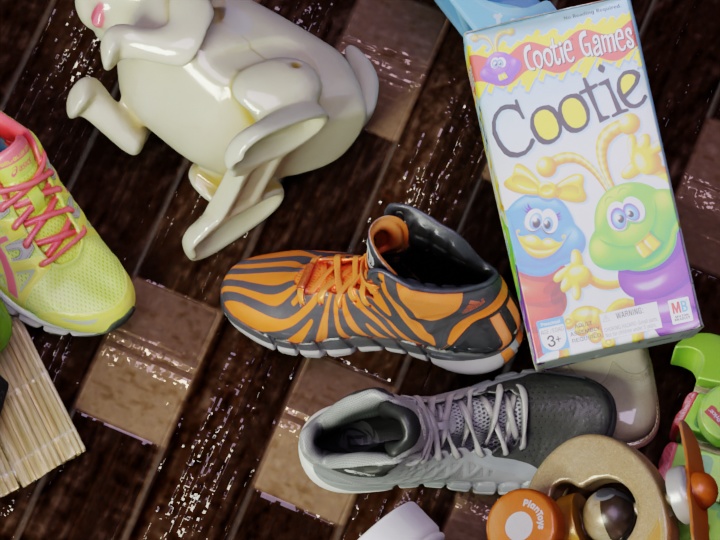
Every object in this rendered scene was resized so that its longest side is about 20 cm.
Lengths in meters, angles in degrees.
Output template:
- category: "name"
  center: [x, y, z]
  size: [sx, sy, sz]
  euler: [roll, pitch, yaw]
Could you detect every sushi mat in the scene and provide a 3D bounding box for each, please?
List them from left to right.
- category: "sushi mat"
  center: [-0.256, 0.052, 1.688]
  size: [0.095, 0.012, 0.200]
  euler: [-25, 73, -10]

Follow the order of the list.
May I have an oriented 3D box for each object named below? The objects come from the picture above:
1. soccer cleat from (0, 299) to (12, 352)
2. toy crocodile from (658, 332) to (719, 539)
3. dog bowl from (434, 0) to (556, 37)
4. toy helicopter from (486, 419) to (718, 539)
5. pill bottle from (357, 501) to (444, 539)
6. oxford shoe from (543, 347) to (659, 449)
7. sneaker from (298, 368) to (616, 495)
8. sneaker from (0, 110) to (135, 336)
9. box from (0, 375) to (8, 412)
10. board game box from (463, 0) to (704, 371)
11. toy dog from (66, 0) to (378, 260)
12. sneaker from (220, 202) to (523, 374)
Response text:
- category: "soccer cleat"
  center: [-0.297, -0.017, 1.662]
  size: [0.200, 0.081, 0.068]
  euler: [36, 74, 11]
- category: "toy crocodile"
  center: [0.205, 0.133, 1.652]
  size: [0.062, 0.068, 0.201]
  euler: [14, 69, 6]
- category: "dog bowl"
  center: [0.085, -0.173, 1.734]
  size: [0.050, 0.111, 0.200]
  euler: [-38, 76, 0]
- category: "toy helicopter"
  center: [0.178, 0.177, 1.576]
  size: [0.132, 0.079, 0.200]
  euler: [-44, 62, 9]
- category: "pill bottle"
  center: [0.069, 0.237, 1.586]
  size: [0.111, 0.111, 0.200]
  euler: [-40, 77, -14]
- category: "oxford shoe"
  center: [0.139, 0.016, 1.685]
  size: [0.071, 0.074, 0.201]
  euler: [-19, 74, -11]
- category: "sneaker"
  center: [0.056, 0.100, 1.617]
  size: [0.199, 0.116, 0.075]
  euler: [-10, 81, 5]
- category: "sneaker"
  center: [-0.216, -0.041, 1.674]
  size: [0.200, 0.090, 0.078]
  euler: [44, 60, 7]
- category: "box"
  center: [-0.293, 0.088, 1.566]
  size: [0.106, 0.200, 0.123]
  euler: [14, 77, 11]
- category: "board game box"
  center: [0.132, -0.049, 1.608]
  size: [0.103, 0.105, 0.201]
  euler: [-12, 84, 3]
- category: "toy dog"
  center: [-0.097, -0.145, 1.701]
  size: [0.194, 0.140, 0.200]
  euler: [-34, 75, -26]
- category: "sneaker"
  center: [0.000, 0.000, 1.647]
  size: [0.199, 0.112, 0.078]
  euler: [5, 59, 17]
